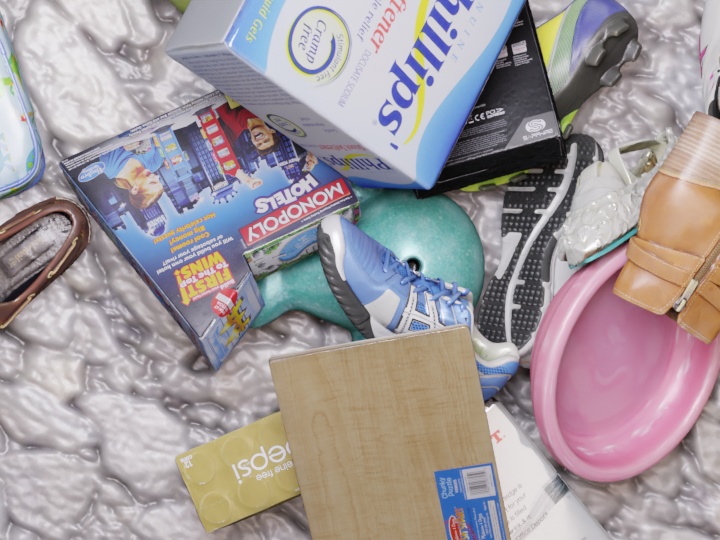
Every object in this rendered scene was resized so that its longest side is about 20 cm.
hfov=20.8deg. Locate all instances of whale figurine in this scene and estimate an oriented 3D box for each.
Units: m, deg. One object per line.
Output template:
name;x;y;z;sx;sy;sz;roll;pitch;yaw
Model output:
whale figurine;0.000;0.000;1.545;0.199;0.104;0.160;-4;91;-5

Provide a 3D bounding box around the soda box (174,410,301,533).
soda box;-0.039;0.136;1.542;0.199;0.064;0.068;-24;86;10

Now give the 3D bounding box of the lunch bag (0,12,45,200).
lunch bag;-0.344;-0.139;1.530;0.160;0.082;0.201;-20;92;-5

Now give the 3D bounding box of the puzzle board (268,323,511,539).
puzzle board;0.025;0.138;1.474;0.150;0.017;0.201;-10;116;6

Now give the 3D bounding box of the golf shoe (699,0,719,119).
golf shoe;0.307;-0.150;1.559;0.072;0.092;0.201;-8;74;15

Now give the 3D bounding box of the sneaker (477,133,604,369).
sneaker;0.152;-0.014;1.584;0.073;0.080;0.201;11;75;38

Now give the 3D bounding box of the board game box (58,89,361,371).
board game box;-0.105;-0.035;1.513;0.199;0.062;0.200;-24;62;-3

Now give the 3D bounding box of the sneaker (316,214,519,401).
sneaker;0.041;0.025;1.467;0.077;0.076;0.200;-33;118;19

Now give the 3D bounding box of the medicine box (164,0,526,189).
medicine box;-0.006;-0.184;1.418;0.200;0.103;0.183;33;77;-28

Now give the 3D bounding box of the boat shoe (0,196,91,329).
boat shoe;-0.297;0.013;1.542;0.200;0.070;0.070;-43;94;-2

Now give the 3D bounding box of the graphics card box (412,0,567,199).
graphics card box;0.078;-0.166;1.531;0.125;0.051;0.201;-16;66;6

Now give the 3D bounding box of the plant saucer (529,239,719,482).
plant saucer;0.204;0.065;1.549;0.200;0.051;0.202;-16;117;-35

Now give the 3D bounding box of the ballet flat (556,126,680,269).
ballet flat;0.204;-0.062;1.540;0.072;0.200;0.072;16;119;32

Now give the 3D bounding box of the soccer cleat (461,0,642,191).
soccer cleat;0.138;-0.143;1.578;0.200;0.084;0.065;-44;135;-4

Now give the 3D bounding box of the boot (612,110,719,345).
boot;0.299;-0.012;1.480;0.199;0.074;0.155;25;96;-3

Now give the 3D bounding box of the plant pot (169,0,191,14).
plant pot;-0.096;-0.261;1.511;0.200;0.200;0.190;-40;106;-3

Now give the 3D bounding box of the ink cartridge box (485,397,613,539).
ink cartridge box;0.111;0.218;1.566;0.146;0.083;0.200;-38;93;-2
